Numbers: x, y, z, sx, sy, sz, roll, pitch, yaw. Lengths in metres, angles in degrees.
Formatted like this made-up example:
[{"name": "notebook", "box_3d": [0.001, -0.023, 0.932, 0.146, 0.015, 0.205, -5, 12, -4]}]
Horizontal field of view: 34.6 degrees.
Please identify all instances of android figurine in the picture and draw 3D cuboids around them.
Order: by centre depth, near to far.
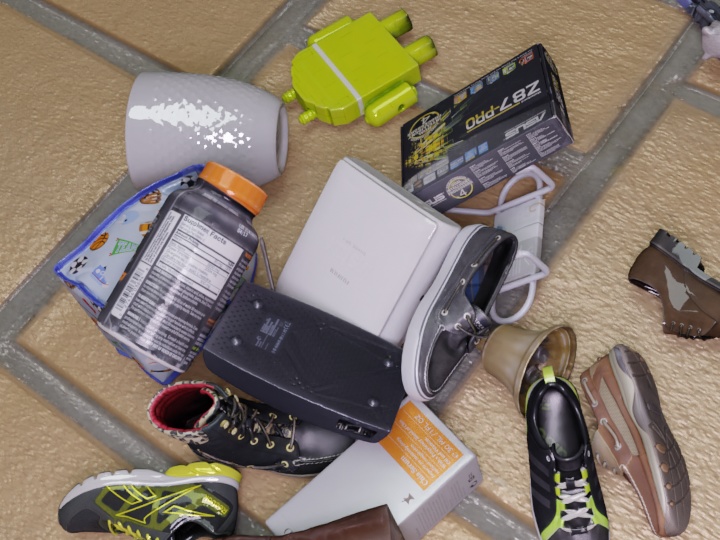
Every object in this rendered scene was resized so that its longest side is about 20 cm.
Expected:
[{"name": "android figurine", "box_3d": [-0.006, -0.257, 1.484, 0.199, 0.041, 0.182, -34, 57, -9]}]

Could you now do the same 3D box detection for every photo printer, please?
[{"name": "photo printer", "box_3d": [0.000, 0.000, 1.263, 0.166, 0.069, 0.201, 37, 106, 31]}]

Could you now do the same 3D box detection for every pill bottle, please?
[{"name": "pill bottle", "box_3d": [-0.171, -0.008, 1.160, 0.106, 0.106, 0.201, 27, 83, 26]}]

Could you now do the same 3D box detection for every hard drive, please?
[{"name": "hard drive", "box_3d": [-0.051, 0.094, 1.163, 0.199, 0.043, 0.135, 24, 36, 1]}]

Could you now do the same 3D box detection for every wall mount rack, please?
[{"name": "wall mount rack", "box_3d": [0.135, -0.035, 1.298, 0.173, 0.074, 0.201, -21, 48, 40]}]

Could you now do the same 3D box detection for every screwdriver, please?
[{"name": "screwdriver", "box_3d": [-0.095, 0.027, 1.234, 0.029, 0.201, 0.028, 17, 56, 24]}]

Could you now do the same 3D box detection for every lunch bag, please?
[{"name": "lunch bag", "box_3d": [-0.209, 0.000, 1.296, 0.123, 0.170, 0.200, 30, 67, 33]}]

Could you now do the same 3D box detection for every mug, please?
[{"name": "mug", "box_3d": [-0.177, -0.177, 1.429, 0.174, 0.149, 0.200, 3, 29, 6]}]

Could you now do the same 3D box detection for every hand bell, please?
[{"name": "hand bell", "box_3d": [0.119, 0.069, 1.231, 0.199, 0.104, 0.104, 26, 67, 35]}]

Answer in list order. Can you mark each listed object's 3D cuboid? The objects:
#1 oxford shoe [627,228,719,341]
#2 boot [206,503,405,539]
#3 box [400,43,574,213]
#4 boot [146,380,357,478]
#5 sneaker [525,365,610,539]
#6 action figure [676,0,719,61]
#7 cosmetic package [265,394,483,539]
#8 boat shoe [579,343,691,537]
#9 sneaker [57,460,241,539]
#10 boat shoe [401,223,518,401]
[{"name": "oxford shoe", "box_3d": [0.361, 0.049, 1.198, 0.085, 0.073, 0.200, -48, 57, 2]}, {"name": "boot", "box_3d": [-0.044, 0.310, 1.037, 0.198, 0.064, 0.188, -8, 58, 1]}, {"name": "box", "box_3d": [0.138, -0.156, 1.316, 0.199, 0.049, 0.162, -28, 35, 23]}, {"name": "boot", "box_3d": [-0.104, 0.161, 1.176, 0.202, 0.154, 0.074, -1, 69, 15]}, {"name": "sneaker", "box_3d": [0.191, 0.194, 1.106, 0.071, 0.083, 0.202, -13, 79, 6]}, {"name": "action figure", "box_3d": [0.470, -0.310, 1.369, 0.193, 0.105, 0.200, -30, 58, -17]}, {"name": "cosmetic package", "box_3d": [0.016, 0.231, 1.159, 0.200, 0.071, 0.101, -41, 59, -12]}, {"name": "boat shoe", "box_3d": [0.268, 0.173, 1.141, 0.072, 0.076, 0.201, -30, 50, 27]}, {"name": "sneaker", "box_3d": [-0.220, 0.254, 1.199, 0.198, 0.075, 0.085, -12, 57, 6]}, {"name": "boat shoe", "box_3d": [0.107, 0.043, 1.171, 0.066, 0.070, 0.201, 5, 59, 44]}]
